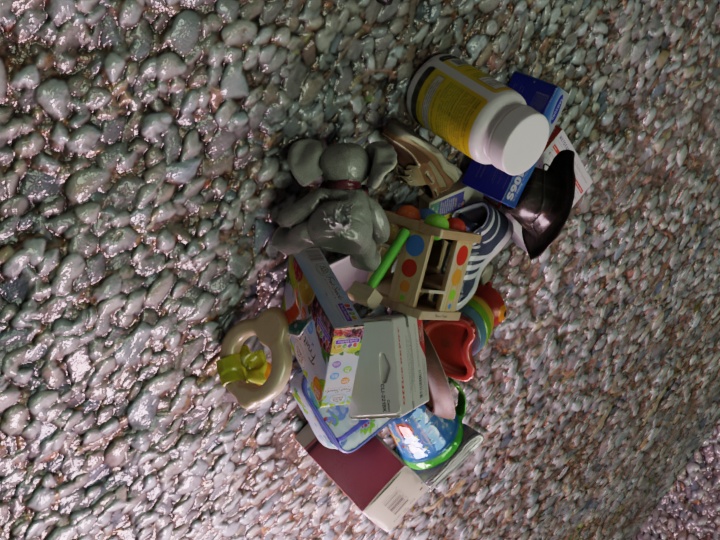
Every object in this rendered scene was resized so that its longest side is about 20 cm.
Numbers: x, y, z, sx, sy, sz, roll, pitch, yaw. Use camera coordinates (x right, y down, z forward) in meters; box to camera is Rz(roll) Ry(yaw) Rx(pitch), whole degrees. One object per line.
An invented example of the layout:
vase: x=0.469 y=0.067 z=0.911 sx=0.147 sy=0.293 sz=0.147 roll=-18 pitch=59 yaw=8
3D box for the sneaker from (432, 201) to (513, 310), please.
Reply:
sneaker: x=0.170 y=-0.026 z=1.788 sx=0.201 sy=0.070 sz=0.108 roll=-54 pitch=144 yaw=-1

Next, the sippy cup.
sippy cup: x=0.103 y=0.271 z=1.958 sx=0.131 sy=0.139 sz=0.178 roll=57 pitch=47 yaw=-32

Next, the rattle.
rattle: x=-0.109 y=0.111 z=1.585 sx=0.142 sy=0.130 sz=0.201 roll=21 pitch=113 yaw=-44

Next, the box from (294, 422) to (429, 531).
box: x=0.002 y=0.331 z=1.839 sx=0.109 sy=0.200 sz=0.128 roll=-46 pitch=143 yaw=-5

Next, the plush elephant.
plush elephant: x=-0.029 y=-0.108 z=1.499 sx=0.200 sy=0.163 sz=0.156 roll=118 pitch=-19 yaw=-71

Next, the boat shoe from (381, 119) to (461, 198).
boat shoe: x=0.087 y=-0.162 z=1.625 sx=0.072 sy=0.076 sz=0.200 roll=-52 pitch=142 yaw=4

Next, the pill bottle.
pill bottle: x=0.170 y=-0.225 z=1.552 sx=0.114 sy=0.200 sz=0.115 roll=-27 pitch=137 yaw=-28

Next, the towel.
towel: x=0.141 y=0.337 z=2.024 sx=0.147 sy=0.200 sz=0.024 roll=-43 pitch=108 yaw=-10

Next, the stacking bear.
stacking bear: x=0.195 y=0.091 z=1.911 sx=0.200 sy=0.113 sz=0.123 roll=-38 pitch=133 yaw=-50

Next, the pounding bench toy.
pounding bench toy: x=0.073 y=-0.018 z=1.631 sx=0.199 sy=0.124 sz=0.157 roll=4 pitch=103 yaw=-55

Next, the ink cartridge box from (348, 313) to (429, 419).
ink cartridge box: x=0.041 y=0.142 z=1.628 sx=0.200 sy=0.083 sz=0.146 roll=1 pitch=84 yaw=-75

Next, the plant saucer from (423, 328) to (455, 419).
plant saucer: x=0.106 y=0.166 z=1.826 sx=0.032 sy=0.201 sz=0.201 roll=-21 pitch=137 yaw=-9

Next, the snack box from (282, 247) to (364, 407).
snack box: x=-0.060 y=0.079 z=1.558 sx=0.052 sy=0.200 sz=0.143 roll=-5 pitch=126 yaw=-21

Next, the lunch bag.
lunch bag: x=-0.001 y=0.193 z=1.761 sx=0.199 sy=0.082 sz=0.162 roll=-33 pitch=102 yaw=-24

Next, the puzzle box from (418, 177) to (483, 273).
puzzle box: x=0.147 y=-0.059 z=1.816 sx=0.132 sy=0.025 sz=0.201 roll=-24 pitch=135 yaw=-32

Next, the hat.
hat: x=0.280 y=-0.115 z=1.753 sx=0.080 sy=0.201 sz=0.202 roll=14 pitch=115 yaw=-10

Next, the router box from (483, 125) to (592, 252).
router box: x=0.317 y=-0.145 z=1.907 sx=0.180 sy=0.049 sz=0.200 roll=-50 pitch=144 yaw=-2

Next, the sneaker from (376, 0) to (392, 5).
sneaker: x=0.086 y=-0.414 z=1.421 sx=0.199 sy=0.066 sz=0.091 roll=-30 pitch=142 yaw=-21

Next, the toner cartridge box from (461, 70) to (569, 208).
toner cartridge box: x=0.248 y=-0.211 z=1.718 sx=0.043 sy=0.095 sz=0.201 roll=19 pitch=99 yaw=-48

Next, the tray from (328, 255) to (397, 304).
tray: x=0.000 y=0.000 z=1.689 sx=0.199 sy=0.022 sz=0.108 roll=-27 pitch=139 yaw=-43
